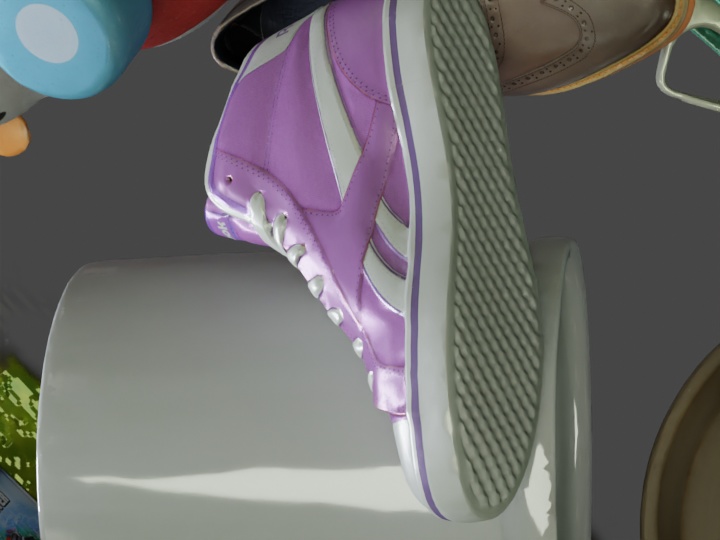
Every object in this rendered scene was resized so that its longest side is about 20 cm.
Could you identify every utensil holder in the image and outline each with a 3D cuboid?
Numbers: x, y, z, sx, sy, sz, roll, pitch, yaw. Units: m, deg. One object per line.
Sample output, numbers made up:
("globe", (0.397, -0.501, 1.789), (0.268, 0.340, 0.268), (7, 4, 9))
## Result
("utensil holder", (-0.013, 0.073, 1.011), (0.198, 0.170, 0.171), (0, 102, 9))

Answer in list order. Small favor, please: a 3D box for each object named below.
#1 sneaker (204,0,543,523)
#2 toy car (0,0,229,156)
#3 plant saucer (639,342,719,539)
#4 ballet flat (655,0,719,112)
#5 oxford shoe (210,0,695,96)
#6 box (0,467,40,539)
("sneaker", (0.000, 0.000, 0.924), (0.114, 0.073, 0.202), (-15, 68, 27))
("toy car", (-0.139, -0.111, 1.011), (0.176, 0.185, 0.201), (26, 134, 4))
("plant saucer", (0.211, 0.105, 1.020), (0.198, 0.029, 0.202), (-1, 74, 5))
("ballet flat", (0.124, -0.110, 0.998), (0.199, 0.067, 0.071), (34, 83, -2))
("oxford shoe", (0.033, -0.094, 0.979), (0.199, 0.073, 0.072), (-7, 101, 35))
("box", (-0.153, 0.148, 1.029), (0.110, 0.200, 0.035), (45, 104, -4))
